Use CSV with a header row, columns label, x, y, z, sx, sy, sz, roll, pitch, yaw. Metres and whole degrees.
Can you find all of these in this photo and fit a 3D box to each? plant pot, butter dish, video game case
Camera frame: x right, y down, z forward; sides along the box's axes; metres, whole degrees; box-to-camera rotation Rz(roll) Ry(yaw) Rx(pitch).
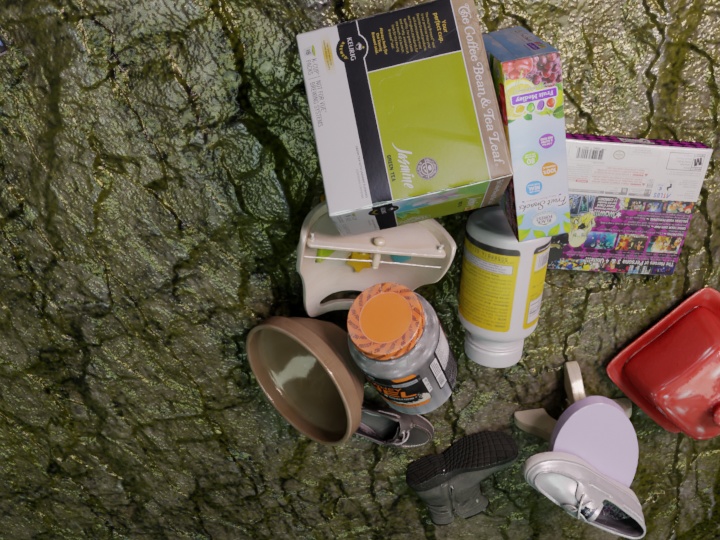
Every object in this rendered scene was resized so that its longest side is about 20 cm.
label,x,y,z,sx,sy,sz,roll,pitch,yaw
plant pot,-0.061,0.137,0.933,0.199,0.093,0.203,27,137,29
butter dish,0.497,0.166,0.956,0.199,0.148,0.200,40,110,-18
video game case,0.341,-0.085,0.886,0.197,0.036,0.183,3,117,-3

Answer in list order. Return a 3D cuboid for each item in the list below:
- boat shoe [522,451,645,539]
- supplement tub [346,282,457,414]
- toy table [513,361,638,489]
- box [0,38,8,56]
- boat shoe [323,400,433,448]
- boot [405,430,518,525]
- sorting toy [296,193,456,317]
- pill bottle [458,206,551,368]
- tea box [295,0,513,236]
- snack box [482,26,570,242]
label,x,y,z,sx,sy,sz,roll,pitch,yaw
boat shoe,0.319,0.325,0.944,0.199,0.069,0.072,33,111,-15
supplement tub,0.055,0.105,0.884,0.121,0.124,0.200,-19,146,8
toy table,0.335,0.249,1.011,0.181,0.117,0.202,2,116,-2
box,-0.525,-0.306,0.743,0.158,0.050,0.202,-18,116,10
boat shoe,0.025,0.240,1.030,0.198,0.057,0.067,23,114,-13
boot,0.182,0.343,1.091,0.198,0.068,0.131,-25,120,19
sorting toy,0.000,0.000,0.891,0.197,0.107,0.181,4,129,-15
pill bottle,0.188,0.025,0.895,0.110,0.112,0.202,1,117,-2
tea box,0.048,-0.163,0.736,0.194,0.134,0.203,-11,82,5
snack box,0.184,-0.161,0.769,0.067,0.169,0.202,-10,118,4
